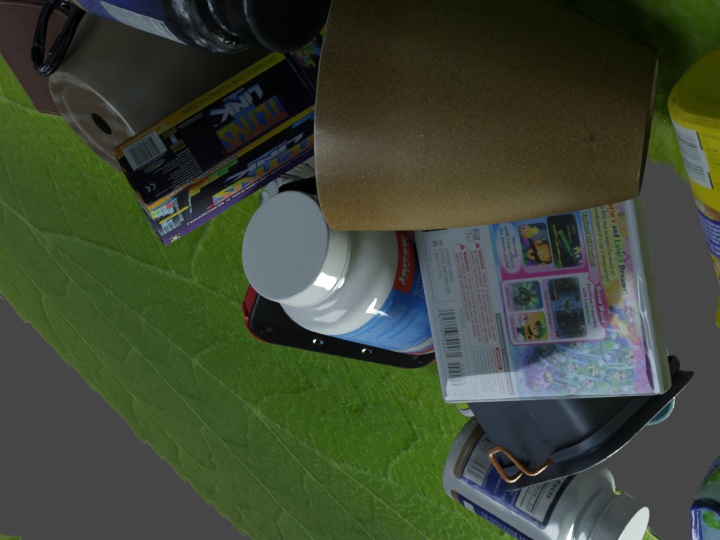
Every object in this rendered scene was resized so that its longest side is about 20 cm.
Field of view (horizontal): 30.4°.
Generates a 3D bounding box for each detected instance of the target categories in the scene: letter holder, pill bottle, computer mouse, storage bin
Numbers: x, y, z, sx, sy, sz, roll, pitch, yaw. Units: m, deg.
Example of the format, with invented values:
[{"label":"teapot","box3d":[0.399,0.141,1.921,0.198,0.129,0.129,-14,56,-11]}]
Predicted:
[{"label":"letter holder","box3d":[-0.274,-0.234,1.308,0.199,0.101,0.143,14,143,48]},{"label":"pill bottle","box3d":[0.193,0.232,1.374,0.199,0.111,0.111,28,154,30]},{"label":"pill bottle","box3d":[0.000,0.000,1.044,0.112,0.113,0.199,24,-175,35]},{"label":"computer mouse","box3d":[-0.206,-0.244,1.077,0.058,0.201,0.034,36,-176,32]},{"label":"storage bin","box3d":[0.145,0.088,1.084,0.135,0.145,0.200,52,157,2]},{"label":"pill bottle","box3d":[-0.113,-0.209,0.883,0.199,0.112,0.112,23,151,37]}]

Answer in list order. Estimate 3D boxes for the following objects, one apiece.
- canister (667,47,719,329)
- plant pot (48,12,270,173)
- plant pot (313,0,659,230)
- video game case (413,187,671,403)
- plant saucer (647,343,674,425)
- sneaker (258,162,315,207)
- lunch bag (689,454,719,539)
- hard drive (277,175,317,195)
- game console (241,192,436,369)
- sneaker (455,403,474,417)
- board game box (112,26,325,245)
[{"label":"canister","box3d":[0.275,-0.032,0.804,0.148,0.087,0.201,18,147,43]},{"label":"plant pot","box3d":[-0.168,-0.180,1.136,0.199,0.174,0.201,35,156,18]},{"label":"plant pot","box3d":[0.089,-0.105,0.867,0.198,0.188,0.187,9,148,13]},{"label":"video game case","box3d":[0.125,-0.005,0.969,0.180,0.024,0.203,-6,98,34]},{"label":"plant saucer","box3d":[0.193,0.053,1.150,0.199,0.036,0.201,35,156,18]},{"label":"sneaker","box3d":[-0.061,-0.057,1.298,0.077,0.085,0.199,48,157,-17]},{"label":"lunch bag","box3d":[0.335,0.184,0.983,0.127,0.170,0.201,26,152,32]},{"label":"hard drive","box3d":[0.020,-0.017,1.210,0.138,0.033,0.201,-12,136,11]},{"label":"game console","box3d":[0.003,0.012,1.200,0.198,0.031,0.178,11,130,-15]},{"label":"sneaker","box3d":[0.116,0.093,1.279,0.081,0.074,0.200,55,171,-4]},{"label":"board game box","box3d":[-0.093,-0.106,1.064,0.057,0.199,0.165,57,173,7]}]
